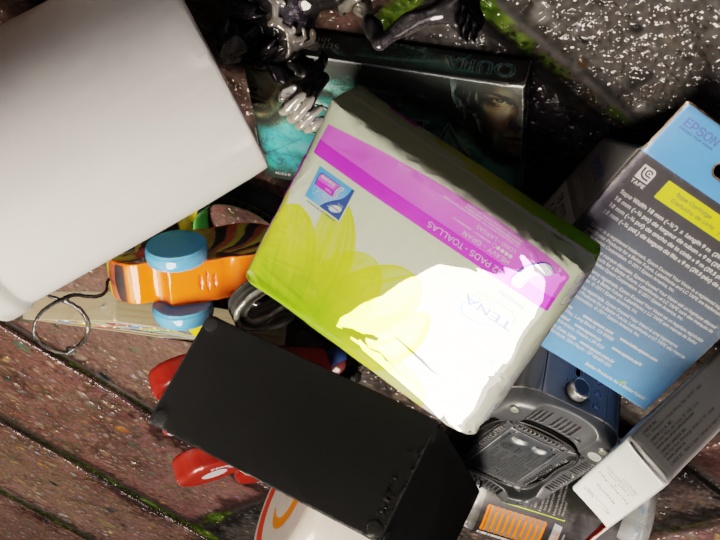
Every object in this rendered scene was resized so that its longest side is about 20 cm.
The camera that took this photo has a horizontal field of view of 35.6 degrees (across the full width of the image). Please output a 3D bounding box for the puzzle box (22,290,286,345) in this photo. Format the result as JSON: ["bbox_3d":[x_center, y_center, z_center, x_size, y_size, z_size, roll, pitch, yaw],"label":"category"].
[{"bbox_3d":[-0.180,0.044,0.997,0.132,0.026,0.199,-1,171,41],"label":"puzzle box"}]

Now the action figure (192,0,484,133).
[{"bbox_3d":[-0.032,-0.156,0.677,0.198,0.102,0.120,-12,117,31],"label":"action figure"}]

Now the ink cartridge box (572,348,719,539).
[{"bbox_3d":[0.236,0.124,0.856,0.044,0.199,0.174,48,147,14],"label":"ink cartridge box"}]

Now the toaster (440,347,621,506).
[{"bbox_3d":[0.139,0.106,0.930,0.113,0.130,0.200,26,144,-7],"label":"toaster"}]

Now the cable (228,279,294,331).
[{"bbox_3d":[0.000,0.000,0.847,0.050,0.199,0.098,54,146,31],"label":"cable"}]

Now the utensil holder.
[{"bbox_3d":[-0.181,-0.089,0.725,0.199,0.170,0.171,-28,136,-3],"label":"utensil holder"}]

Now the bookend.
[{"bbox_3d":[-0.027,0.144,0.862,0.199,0.093,0.199,23,164,22],"label":"bookend"}]

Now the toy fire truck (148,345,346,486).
[{"bbox_3d":[-0.091,0.121,1.060,0.167,0.113,0.199,-31,158,28],"label":"toy fire truck"}]

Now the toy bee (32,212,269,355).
[{"bbox_3d":[-0.152,-0.011,0.861,0.198,0.109,0.132,8,113,-30],"label":"toy bee"}]

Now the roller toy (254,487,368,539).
[{"bbox_3d":[-0.014,0.261,1.164,0.139,0.184,0.200,28,169,-14],"label":"roller toy"}]

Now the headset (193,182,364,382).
[{"bbox_3d":[-0.069,0.016,0.942,0.200,0.094,0.123,43,141,-12],"label":"headset"}]

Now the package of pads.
[{"bbox_3d":[0.036,-0.003,0.751,0.199,0.068,0.155,34,118,8],"label":"package of pads"}]

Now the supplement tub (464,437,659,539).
[{"bbox_3d":[0.168,0.197,1.045,0.198,0.123,0.123,17,145,5],"label":"supplement tub"}]

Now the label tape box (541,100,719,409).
[{"bbox_3d":[0.204,-0.017,0.775,0.143,0.064,0.200,31,119,-15],"label":"label tape box"}]

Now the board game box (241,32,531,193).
[{"bbox_3d":[0.019,-0.104,0.794,0.198,0.028,0.136,10,145,13],"label":"board game box"}]
